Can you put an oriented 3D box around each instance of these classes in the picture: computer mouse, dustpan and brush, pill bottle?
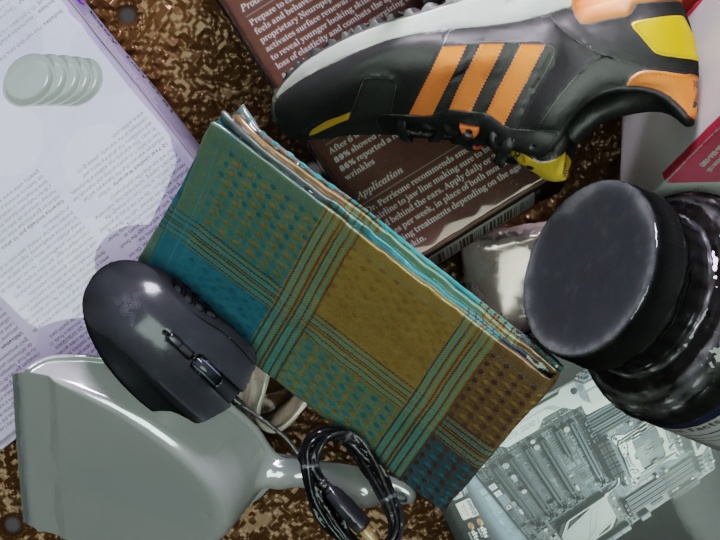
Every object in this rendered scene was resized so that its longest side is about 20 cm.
[{"bbox_3d":[-0.056,0.068,1.344,0.200,0.034,0.059,40,82,-3],"label":"computer mouse"},{"bbox_3d":[-0.073,0.103,1.405,0.199,0.057,0.140,17,139,12],"label":"dustpan and brush"},{"bbox_3d":[0.176,0.029,1.301,0.200,0.112,0.112,23,103,-37],"label":"pill bottle"}]

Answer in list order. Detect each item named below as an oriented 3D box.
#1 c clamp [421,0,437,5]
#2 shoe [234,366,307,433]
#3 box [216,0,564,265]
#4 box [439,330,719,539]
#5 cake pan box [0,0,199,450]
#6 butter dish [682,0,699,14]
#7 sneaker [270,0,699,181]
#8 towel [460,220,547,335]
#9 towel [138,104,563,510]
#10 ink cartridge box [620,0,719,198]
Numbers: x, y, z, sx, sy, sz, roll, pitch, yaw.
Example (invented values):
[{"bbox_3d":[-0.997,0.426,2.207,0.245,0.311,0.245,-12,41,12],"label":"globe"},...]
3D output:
[{"bbox_3d":[0.001,-0.205,1.293,0.027,0.171,0.200,-35,71,23],"label":"c clamp"},{"bbox_3d":[0.000,0.000,1.406,0.070,0.053,0.200,32,102,-19],"label":"shoe"},{"bbox_3d":[0.006,-0.100,1.347,0.100,0.075,0.200,-31,84,-1],"label":"box"},{"bbox_3d":[0.129,0.122,1.412,0.157,0.050,0.200,-25,103,4],"label":"box"},{"bbox_3d":[-0.180,-0.028,1.404,0.200,0.052,0.184,-39,98,7],"label":"cake pan box"},{"bbox_3d":[0.145,-0.186,1.325,0.199,0.148,0.200,-3,102,0],"label":"butter dish"},{"bbox_3d":[0.058,-0.078,1.262,0.199,0.070,0.090,-17,81,9],"label":"sneaker"},{"bbox_3d":[0.160,0.060,1.439,0.190,0.032,0.201,-11,103,0],"label":"towel"},{"bbox_3d":[-0.009,0.020,1.324,0.200,0.022,0.147,38,143,2],"label":"towel"},{"bbox_3d":[0.241,-0.065,1.319,0.199,0.145,0.085,9,69,-13],"label":"ink cartridge box"}]
